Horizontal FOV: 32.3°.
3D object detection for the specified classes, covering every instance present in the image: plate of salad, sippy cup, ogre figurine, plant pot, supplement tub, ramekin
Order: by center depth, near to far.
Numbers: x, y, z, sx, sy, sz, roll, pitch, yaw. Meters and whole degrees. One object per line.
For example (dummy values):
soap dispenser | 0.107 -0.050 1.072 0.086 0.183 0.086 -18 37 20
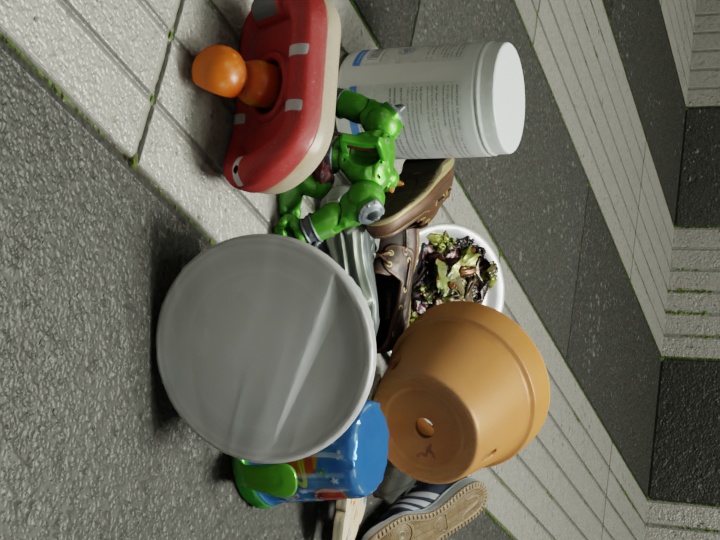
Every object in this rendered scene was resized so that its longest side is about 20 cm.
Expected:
ramekin | -0.076 0.067 1.127 0.094 0.200 0.205 -12 103 -77
sippy cup | -0.044 0.178 1.272 0.140 0.129 0.179 67 33 -44
ogre figurine | -0.019 -0.113 1.328 0.201 0.119 0.099 -66 147 -40
plant pot | 0.103 0.152 1.433 0.140 0.198 0.202 -34 122 -55
supplement tub | 0.081 -0.197 1.453 0.132 0.198 0.134 2 90 -66
plate of salad | 0.108 0.040 1.602 0.198 0.048 0.202 -5 101 -27

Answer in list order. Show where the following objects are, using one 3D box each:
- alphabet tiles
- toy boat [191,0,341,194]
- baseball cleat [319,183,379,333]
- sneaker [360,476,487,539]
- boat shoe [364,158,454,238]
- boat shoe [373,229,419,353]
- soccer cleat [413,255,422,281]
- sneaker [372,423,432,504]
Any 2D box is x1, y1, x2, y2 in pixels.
alphabet tiles | -0.002 0.230 1.453 0.200 0.014 0.198 -61 160 -64
toy boat | -0.100 -0.175 1.175 0.130 0.130 0.202 9 81 -36
baseball cleat | 0.000 0.000 1.440 0.106 0.069 0.202 -24 114 -64
sneaker | 0.058 0.311 1.608 0.199 0.108 0.071 -22 117 -32
boat shoe | 0.064 -0.080 1.450 0.200 0.071 0.068 -47 130 -53
boat shoe | 0.032 0.001 1.509 0.070 0.070 0.202 -17 107 -69
soccer cleat | 0.099 0.049 1.660 0.069 0.077 0.202 -59 142 -49
sneaker | 0.053 0.239 1.588 0.092 0.075 0.200 -70 163 10
